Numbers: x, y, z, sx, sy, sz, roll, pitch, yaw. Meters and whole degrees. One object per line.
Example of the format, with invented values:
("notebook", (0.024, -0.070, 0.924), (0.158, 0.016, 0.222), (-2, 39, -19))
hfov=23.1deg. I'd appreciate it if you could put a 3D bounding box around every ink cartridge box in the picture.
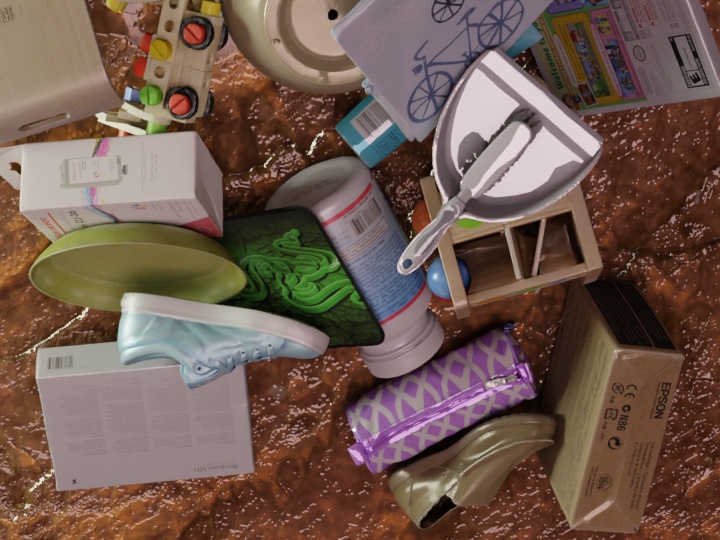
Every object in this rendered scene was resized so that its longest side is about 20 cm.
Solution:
("ink cartridge box", (-0.233, -0.070, 1.588), (0.200, 0.116, 0.068), (-3, 73, 8))
("ink cartridge box", (0.238, 0.129, 1.720), (0.075, 0.165, 0.200), (5, 115, -11))

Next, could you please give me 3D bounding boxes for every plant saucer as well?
("plant saucer", (-0.205, -0.005, 1.629), (0.200, 0.200, 0.031), (2, 70, -7))

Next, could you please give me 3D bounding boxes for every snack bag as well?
("snack bag", (0.070, -0.218, 1.492), (0.189, 0.021, 0.200), (-47, 146, 1))

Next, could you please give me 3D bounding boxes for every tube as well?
("tube", (0.067, -0.177, 1.602), (0.200, 0.050, 0.077), (-40, 109, 5))

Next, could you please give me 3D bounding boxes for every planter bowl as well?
("planter bowl", (-0.028, -0.239, 1.540), (0.200, 0.135, 0.201), (-2, 115, -5))

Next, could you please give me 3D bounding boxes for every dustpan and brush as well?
("dustpan and brush", (0.101, -0.076, 1.542), (0.140, 0.057, 0.200), (40, 105, -4))

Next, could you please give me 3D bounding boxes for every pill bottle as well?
("pill bottle", (0.000, 0.000, 1.667), (0.109, 0.109, 0.200), (-27, 114, 7))

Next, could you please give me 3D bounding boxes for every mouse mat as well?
("mouse mat", (-0.083, 0.013, 1.654), (0.200, 0.008, 0.161), (-8, 122, 41))

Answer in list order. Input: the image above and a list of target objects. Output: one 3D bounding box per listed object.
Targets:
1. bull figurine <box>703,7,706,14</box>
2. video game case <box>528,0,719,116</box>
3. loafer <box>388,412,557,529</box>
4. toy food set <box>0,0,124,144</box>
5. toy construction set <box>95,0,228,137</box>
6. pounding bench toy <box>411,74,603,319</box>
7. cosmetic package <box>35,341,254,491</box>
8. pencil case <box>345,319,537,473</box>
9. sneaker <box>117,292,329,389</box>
("bull figurine", (0.255, -0.278, 1.583), (0.121, 0.065, 0.200), (2, 125, -3))
("video game case", (0.217, -0.235, 1.561), (0.182, 0.022, 0.200), (-4, 120, 44))
("loafer", (0.120, 0.201, 1.767), (0.200, 0.068, 0.076), (-32, 156, 32))
("toy food set", (-0.300, -0.220, 1.534), (0.143, 0.060, 0.200), (-16, 90, 9))
("toy construction set", (-0.185, -0.197, 1.556), (0.131, 0.092, 0.200), (17, 116, 17))
("pounding bench toy", (0.121, -0.070, 1.637), (0.156, 0.124, 0.200), (-15, 83, 2))
("cosmetic package", (-0.209, 0.139, 1.728), (0.200, 0.052, 0.151), (-5, 125, -4))
("pencil case", (0.082, 0.130, 1.749), (0.200, 0.086, 0.084), (-28, 111, 8))
("sneaker", (-0.130, 0.074, 1.644), (0.200, 0.074, 0.082), (8, 84, 9))
